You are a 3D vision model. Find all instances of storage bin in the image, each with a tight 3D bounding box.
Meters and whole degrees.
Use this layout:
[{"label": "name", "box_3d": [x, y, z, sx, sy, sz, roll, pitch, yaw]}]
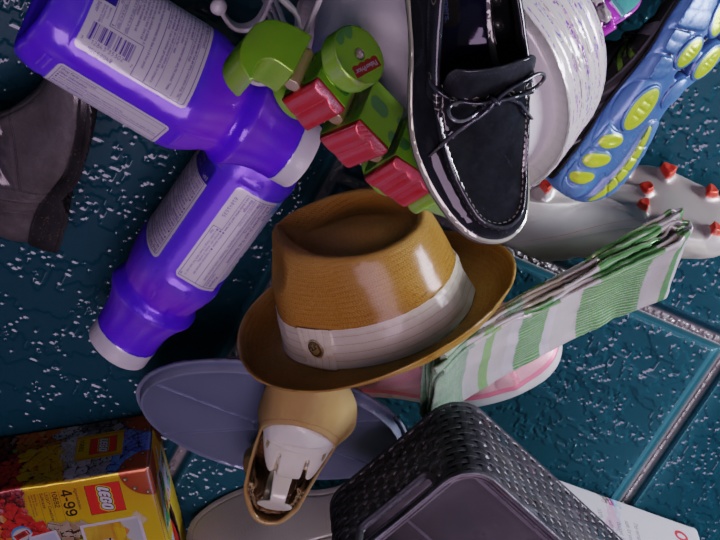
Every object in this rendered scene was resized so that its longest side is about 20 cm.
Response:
[{"label": "storage bin", "box_3d": [0.088, 0.204, 1.436, 0.135, 0.094, 0.200, -41, 113, 16]}]

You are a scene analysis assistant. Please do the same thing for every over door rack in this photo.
[{"label": "over door rack", "box_3d": [-0.038, -0.234, 1.308, 0.067, 0.148, 0.200, 22, 118, -29]}]

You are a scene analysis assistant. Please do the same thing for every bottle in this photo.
[{"label": "bottle", "box_3d": [-0.118, -0.121, 1.331, 0.200, 0.084, 0.065, 30, 145, -21]}, {"label": "bottle", "box_3d": [-0.118, -0.018, 1.459, 0.065, 0.084, 0.200, 30, 114, -16]}]

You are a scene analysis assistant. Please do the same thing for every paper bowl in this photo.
[{"label": "paper bowl", "box_3d": [0.048, -0.130, 1.349, 0.200, 0.104, 0.201, 21, 138, 21]}]

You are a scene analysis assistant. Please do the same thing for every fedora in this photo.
[{"label": "fedora", "box_3d": [0.000, 0.000, 1.379, 0.200, 0.201, 0.082, -18, 116, 8]}]

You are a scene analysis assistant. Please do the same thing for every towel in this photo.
[{"label": "towel", "box_3d": [0.130, 0.035, 1.428, 0.200, 0.023, 0.153, -29, 163, -9]}]

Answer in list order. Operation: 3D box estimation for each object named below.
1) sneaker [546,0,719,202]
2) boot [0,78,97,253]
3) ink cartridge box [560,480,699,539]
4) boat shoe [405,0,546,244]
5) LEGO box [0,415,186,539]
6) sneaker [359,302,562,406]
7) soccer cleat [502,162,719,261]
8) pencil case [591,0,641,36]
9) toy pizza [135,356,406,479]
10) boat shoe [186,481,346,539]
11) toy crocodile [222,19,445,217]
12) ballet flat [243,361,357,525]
[{"label": "sneaker", "box_3d": [0.184, -0.141, 1.416, 0.200, 0.083, 0.071, -53, 140, 9]}, {"label": "boot", "box_3d": [-0.249, -0.091, 1.406, 0.131, 0.070, 0.200, 14, 133, -11]}, {"label": "ink cartridge box", "box_3d": [0.151, 0.262, 1.607, 0.200, 0.147, 0.146, 20, 117, -13]}, {"label": "boat shoe", "box_3d": [0.068, -0.110, 1.236, 0.074, 0.062, 0.200, -14, 104, -24]}, {"label": "LEGO box", "box_3d": [-0.209, 0.220, 1.605, 0.149, 0.077, 0.200, -9, 120, 3]}, {"label": "sneaker", "box_3d": [0.045, 0.044, 1.498, 0.200, 0.075, 0.105, -2, 151, 2]}, {"label": "soccer cleat", "box_3d": [0.169, -0.038, 1.487, 0.200, 0.069, 0.078, 9, 139, -10]}, {"label": "pencil case", "box_3d": [0.112, -0.237, 1.344, 0.085, 0.092, 0.200, -34, 117, -6]}, {"label": "toy pizza", "box_3d": [-0.063, 0.101, 1.525, 0.200, 0.032, 0.200, 9, 154, 4]}, {"label": "boat shoe", "box_3d": [-0.033, 0.198, 1.607, 0.200, 0.074, 0.060, -14, 137, 11]}, {"label": "toy crocodile", "box_3d": [0.005, -0.086, 1.278, 0.200, 0.062, 0.067, 38, 141, -25]}, {"label": "ballet flat", "box_3d": [-0.045, 0.127, 1.462, 0.069, 0.063, 0.200, 14, 153, -3]}]
